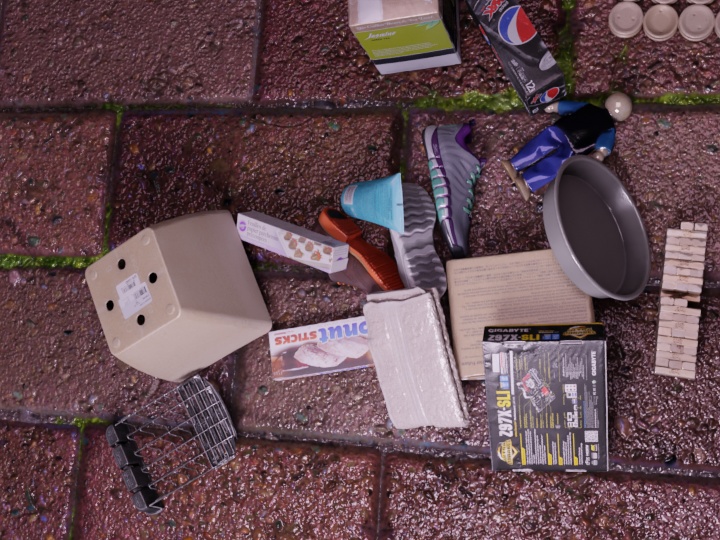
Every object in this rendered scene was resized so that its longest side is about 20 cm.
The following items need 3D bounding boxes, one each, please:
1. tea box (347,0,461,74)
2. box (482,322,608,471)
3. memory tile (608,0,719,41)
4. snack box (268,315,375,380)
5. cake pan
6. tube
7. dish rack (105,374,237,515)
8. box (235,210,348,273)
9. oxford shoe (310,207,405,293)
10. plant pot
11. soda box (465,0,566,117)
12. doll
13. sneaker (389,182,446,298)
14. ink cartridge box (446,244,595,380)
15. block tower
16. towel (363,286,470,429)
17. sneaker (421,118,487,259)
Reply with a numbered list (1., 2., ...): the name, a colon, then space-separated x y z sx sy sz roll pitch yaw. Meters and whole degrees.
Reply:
1. tea box: 0.065 -0.418 1.360 0.130 0.197 0.205 -5 79 14
2. box: 0.245 0.169 1.241 0.156 0.050 0.204 -2 115 15
3. memory tile: 0.459 -0.401 1.344 0.195 0.017 0.157 7 83 15
4. snack box: -0.039 0.112 1.394 0.195 0.024 0.074 -10 77 14
5. cake pan: 0.311 -0.053 1.253 0.036 0.197 0.205 -27 73 45
6. tube: 0.023 -0.097 1.324 0.049 0.200 0.079 -11 99 -16
7. dish rack: -0.281 0.258 1.424 0.198 0.055 0.155 -31 76 7
8. box: -0.103 -0.044 1.393 0.197 0.041 0.040 20 110 35
9. oxford shoe: 0.000 0.000 1.389 0.200 0.071 0.073 48 117 19
10. plant pot: -0.280 0.033 1.375 0.197 0.176 0.203 -29 74 21
11. soda box: 0.221 -0.328 1.360 0.063 0.071 0.203 -30 69 8
12. doll: 0.295 -0.189 1.336 0.198 0.049 0.138 -33 53 7
13. sneaker: 0.071 -0.033 1.363 0.073 0.082 0.204 0 60 -12
14. ink cartridge box: 0.224 0.061 1.304 0.195 0.075 0.169 -6 81 14
15. block tower: 0.427 0.041 1.263 0.053 0.058 0.205 6 81 16
16. towel: 0.074 0.122 1.301 0.131 0.034 0.204 -10 99 44
17. sneaker: 0.147 -0.121 1.357 0.086 0.074 0.205 -13 77 8
